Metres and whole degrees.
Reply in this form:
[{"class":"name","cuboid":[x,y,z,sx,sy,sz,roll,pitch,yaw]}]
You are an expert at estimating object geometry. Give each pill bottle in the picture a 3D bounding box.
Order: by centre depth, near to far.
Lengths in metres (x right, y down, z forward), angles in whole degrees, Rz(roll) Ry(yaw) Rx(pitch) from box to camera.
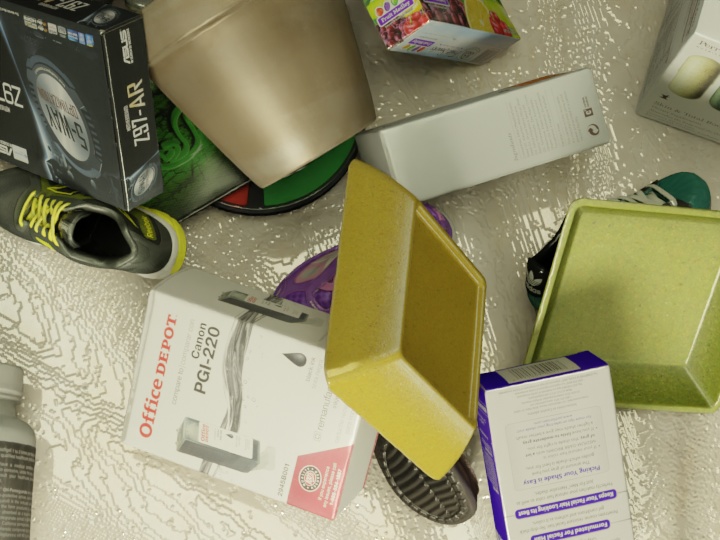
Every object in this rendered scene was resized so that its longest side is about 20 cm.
[{"class":"pill bottle","cuboid":[-0.326,0.178,1.214,0.110,0.111,0.201,2,77,-4]}]

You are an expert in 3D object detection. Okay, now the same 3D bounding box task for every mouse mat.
[{"class":"mouse mat","cuboid":[-0.177,-0.123,1.318,0.200,0.008,0.161,-31,80,-1]}]

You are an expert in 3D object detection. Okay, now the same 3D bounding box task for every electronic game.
[{"class":"electronic game","cuboid":[-0.093,-0.147,1.343,0.199,0.042,0.201,1,77,-4]}]

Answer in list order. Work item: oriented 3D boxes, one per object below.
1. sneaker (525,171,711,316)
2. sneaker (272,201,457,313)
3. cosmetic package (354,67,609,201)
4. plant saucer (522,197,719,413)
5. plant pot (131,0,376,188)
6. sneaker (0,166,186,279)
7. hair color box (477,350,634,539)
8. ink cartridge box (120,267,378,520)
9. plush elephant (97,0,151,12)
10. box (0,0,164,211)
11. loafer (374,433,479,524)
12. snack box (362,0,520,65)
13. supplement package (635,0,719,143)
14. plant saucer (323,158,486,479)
[{"class":"sneaker","cuboid":[0.231,-0.032,1.309,0.200,0.080,0.071,-38,48,-11]},{"class":"sneaker","cuboid":[0.000,0.000,1.292,0.200,0.088,0.081,-35,83,-10]},{"class":"cosmetic package","cuboid":[0.106,-0.118,1.308,0.200,0.101,0.071,-18,97,-12]},{"class":"plant saucer","cuboid":[0.241,0.024,1.270,0.199,0.048,0.200,4,119,-16]},{"class":"plant pot","cuboid":[-0.077,-0.173,1.239,0.200,0.200,0.174,-33,97,-11]},{"class":"sneaker","cuboid":[-0.247,-0.048,1.264,0.200,0.085,0.075,16,94,18]},{"class":"hair color box","cuboid":[0.164,0.178,1.240,0.109,0.065,0.201,-11,99,-6]},{"class":"ink cartridge box","cuboid":[-0.084,0.099,1.217,0.200,0.085,0.146,18,108,15]},{"class":"plush elephant","cuboid":[-0.236,-0.284,1.316,0.200,0.155,0.165,17,116,37]},{"class":"box","cuboid":[-0.256,-0.154,1.234,0.200,0.161,0.044,22,39,34]},{"class":"loafer","cuboid":[0.044,0.126,1.270,0.200,0.073,0.071,56,41,-4]},{"class":"snack box","cuboid":[0.055,-0.260,1.305,0.053,0.200,0.142,-32,79,25]},{"class":"supplement package","cuboid":[0.357,-0.213,1.309,0.151,0.200,0.151,19,76,1]},{"class":"plant saucer","cuboid":[0.048,0.038,1.173,0.048,0.200,0.200,-10,57,27]}]
